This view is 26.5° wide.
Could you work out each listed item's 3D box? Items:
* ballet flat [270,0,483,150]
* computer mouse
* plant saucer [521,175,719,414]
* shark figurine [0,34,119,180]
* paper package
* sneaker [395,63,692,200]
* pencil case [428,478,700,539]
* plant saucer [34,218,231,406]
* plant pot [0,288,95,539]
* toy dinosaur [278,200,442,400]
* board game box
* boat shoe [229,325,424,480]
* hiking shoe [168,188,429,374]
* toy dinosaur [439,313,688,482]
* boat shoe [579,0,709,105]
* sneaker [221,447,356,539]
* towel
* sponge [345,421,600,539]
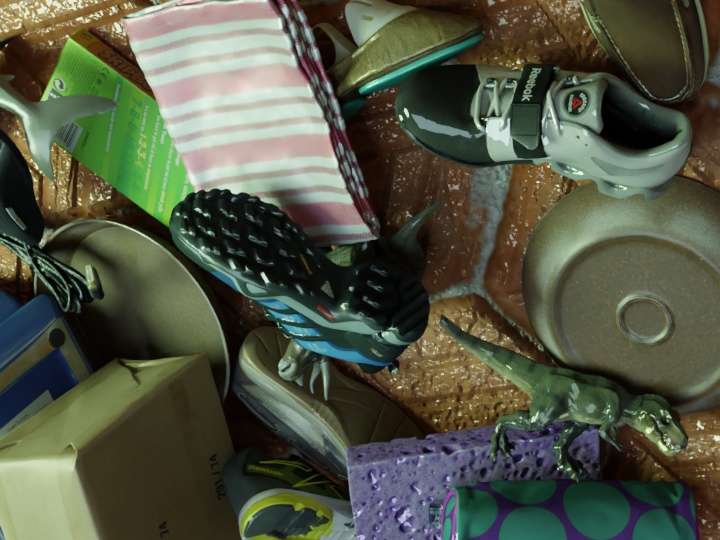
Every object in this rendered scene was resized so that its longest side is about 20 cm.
[{"bbox_3d":[-0.004,-0.148,1.080,0.199,0.068,0.073,-29,87,38],"label":"ballet flat"},{"bbox_3d":[-0.261,-0.032,1.172,0.140,0.046,0.201,38,157,13],"label":"computer mouse"},{"bbox_3d":[0.207,0.028,1.101,0.198,0.037,0.203,11,122,18],"label":"plant saucer"},{"bbox_3d":[-0.280,-0.144,1.174,0.213,0.090,0.128,2,137,55],"label":"shark figurine"},{"bbox_3d":[-0.178,0.192,1.198,0.102,0.190,0.202,-6,109,32],"label":"paper package"},{"bbox_3d":[0.123,-0.106,1.002,0.197,0.075,0.089,10,161,-4],"label":"sneaker"},{"bbox_3d":[0.154,0.204,1.149,0.197,0.086,0.093,0,126,-9],"label":"pencil case"},{"bbox_3d":[-0.183,0.043,1.267,0.198,0.034,0.202,16,123,25],"label":"plant saucer"},{"bbox_3d":[-0.317,0.135,1.267,0.178,0.200,0.202,0,121,42],"label":"plant pot"},{"bbox_3d":[0.000,0.000,1.164,0.199,0.077,0.102,-38,116,25],"label":"toy dinosaur"},{"bbox_3d":[-0.159,-0.092,1.194,0.199,0.030,0.096,38,128,2],"label":"board game box"},{"bbox_3d":[-0.023,0.127,1.243,0.199,0.072,0.065,38,136,-1],"label":"boat shoe"},{"bbox_3d":[-0.052,0.017,1.095,0.198,0.075,0.087,28,139,-3],"label":"hiking shoe"},{"bbox_3d":[0.141,0.105,1.128,0.198,0.047,0.089,21,113,14],"label":"toy dinosaur"},{"bbox_3d":[0.159,-0.188,0.968,0.074,0.075,0.204,-19,110,31],"label":"boat shoe"},{"bbox_3d":[-0.036,0.189,1.247,0.074,0.199,0.085,-43,54,13],"label":"sneaker"},{"bbox_3d":[-0.079,-0.100,1.086,0.145,0.030,0.202,-5,116,34],"label":"towel"},{"bbox_3d":[0.091,0.175,1.191,0.197,0.030,0.113,-7,119,-2],"label":"sponge"}]
